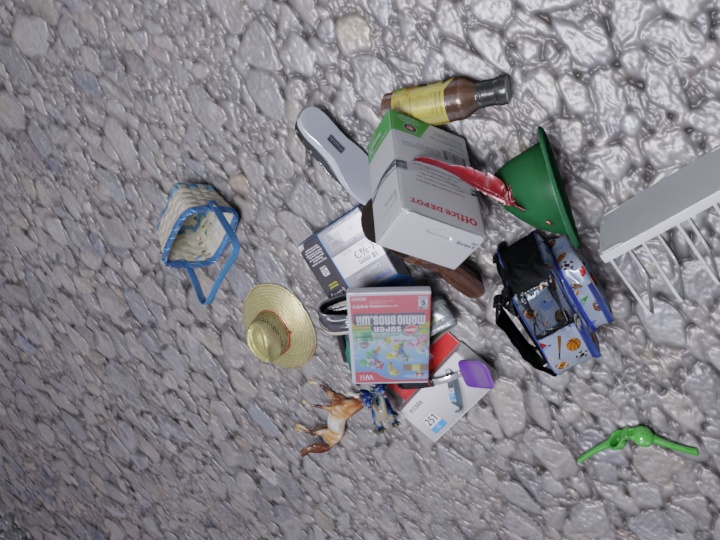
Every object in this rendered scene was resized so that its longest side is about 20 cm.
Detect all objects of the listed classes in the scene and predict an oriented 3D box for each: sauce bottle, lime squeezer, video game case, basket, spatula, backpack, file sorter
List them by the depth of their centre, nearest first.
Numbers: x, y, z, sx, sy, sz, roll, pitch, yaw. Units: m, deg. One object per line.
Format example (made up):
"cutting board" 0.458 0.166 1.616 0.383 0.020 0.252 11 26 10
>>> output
"file sorter" 0.444 -0.051 0.785 0.198 0.139 0.125 -34 99 34
"backpack" 0.294 0.050 0.888 0.151 0.201 0.194 -20 109 21
"sauce bottle" 0.129 -0.257 0.890 0.195 0.065 0.066 -3 112 25
"video game case" 0.050 0.115 1.003 0.139 0.018 0.204 -2 124 2
"lime squeezer" 0.464 0.296 1.004 0.196 0.038 0.071 -17 136 30
"spatula" 0.148 0.198 1.061 0.196 0.021 0.058 -15 106 33
"basket" -0.307 -0.062 1.137 0.177 0.137 0.203 -49 57 35

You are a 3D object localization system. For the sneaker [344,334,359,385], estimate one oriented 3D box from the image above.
"sneaker" 0.018 0.152 1.121 0.085 0.076 0.202 -16 144 -10

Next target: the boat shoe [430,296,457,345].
"boat shoe" 0.100 0.137 1.060 0.203 0.073 0.065 -53 55 26

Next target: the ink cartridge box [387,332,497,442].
"ink cartridge box" 0.134 0.207 1.113 0.175 0.045 0.201 39 124 5

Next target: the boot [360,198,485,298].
"boot" 0.107 -0.034 0.977 0.065 0.197 0.187 -55 40 15

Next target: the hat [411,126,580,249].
"hat" 0.204 -0.103 0.850 0.172 0.165 0.205 -19 96 23

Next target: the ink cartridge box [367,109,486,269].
"ink cartridge box" 0.091 -0.119 0.857 0.143 0.204 0.084 16 140 -23

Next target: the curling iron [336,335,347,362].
"curling iron" -0.038 0.096 1.157 0.048 0.026 0.205 7 116 20

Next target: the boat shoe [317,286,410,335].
"boat shoe" 0.019 0.063 1.010 0.194 0.074 0.063 -13 146 8

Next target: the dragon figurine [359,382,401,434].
"dragon figurine" 0.034 0.250 1.130 0.057 0.200 0.102 -20 92 -1

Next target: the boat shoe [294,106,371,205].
"boat shoe" -0.038 -0.193 1.008 0.201 0.069 0.056 50 159 -10

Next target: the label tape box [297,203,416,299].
"label tape box" 0.000 0.000 1.057 0.142 0.063 0.203 -30 98 22

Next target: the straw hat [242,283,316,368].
"straw hat" -0.193 0.138 1.218 0.196 0.085 0.206 10 117 21

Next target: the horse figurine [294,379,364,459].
"horse figurine" -0.071 0.322 1.257 0.129 0.050 0.204 17 112 -2
